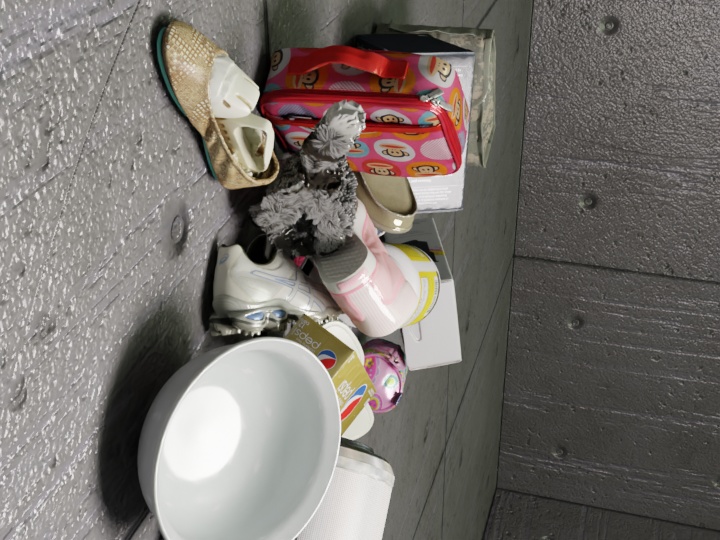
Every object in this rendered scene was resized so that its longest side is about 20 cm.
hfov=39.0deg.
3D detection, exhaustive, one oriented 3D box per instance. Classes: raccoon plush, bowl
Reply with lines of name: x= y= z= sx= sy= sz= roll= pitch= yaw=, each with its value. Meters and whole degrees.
raccoon plush: x=-0.030 y=-0.105 z=0.994 sx=0.200 sy=0.097 sz=0.134 roll=-48 pitch=-158 yaw=35
bowl: x=-0.118 y=0.148 z=0.879 sx=0.201 sy=0.090 sz=0.201 roll=-12 pitch=107 yaw=-44

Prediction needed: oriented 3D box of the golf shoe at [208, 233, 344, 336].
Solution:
golf shoe: x=-0.076 y=0.011 z=1.023 sx=0.200 sy=0.078 sz=0.097 roll=-4 pitch=89 yaw=-63

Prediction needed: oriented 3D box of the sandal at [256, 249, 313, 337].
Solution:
sandal: x=-0.073 y=-0.001 z=1.120 sx=0.075 sy=0.045 sz=0.200 roll=19 pitch=79 yaw=-73

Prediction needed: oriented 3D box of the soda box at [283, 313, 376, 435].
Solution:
soda box: x=-0.037 y=0.111 z=1.034 sx=0.068 sy=0.064 sz=0.200 roll=-52 pitch=163 yaw=-10

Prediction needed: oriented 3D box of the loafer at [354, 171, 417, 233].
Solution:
loafer: x=0.011 y=-0.136 z=1.151 sx=0.076 sy=0.068 sz=0.200 roll=-15 pitch=73 yaw=-41

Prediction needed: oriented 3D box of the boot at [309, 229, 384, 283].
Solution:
boot: x=-0.005 y=-0.041 z=1.174 sx=0.073 sy=0.090 sz=0.200 roll=-30 pitch=-124 yaw=59

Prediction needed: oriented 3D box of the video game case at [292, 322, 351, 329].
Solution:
video game case: x=-0.047 y=0.071 z=1.305 sx=0.200 sy=0.022 sz=0.183 roll=-22 pitch=119 yaw=-72

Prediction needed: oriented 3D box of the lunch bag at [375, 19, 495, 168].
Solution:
lunch bag: x=0.104 y=-0.251 z=1.416 sx=0.200 sy=0.164 sz=0.118 roll=82 pitch=20 yaw=-46

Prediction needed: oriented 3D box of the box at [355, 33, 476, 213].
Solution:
box: x=0.062 y=-0.188 z=1.286 sx=0.148 sy=0.107 sz=0.200 roll=-133 pitch=-138 yaw=-62

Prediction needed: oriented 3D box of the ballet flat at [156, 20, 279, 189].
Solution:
ballet flat: x=-0.111 y=-0.137 z=0.866 sx=0.200 sy=0.065 sz=0.071 roll=68 pitch=32 yaw=-62

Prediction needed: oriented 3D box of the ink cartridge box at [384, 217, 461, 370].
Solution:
ink cartridge box: x=0.091 y=0.033 z=1.526 sx=0.200 sy=0.083 sz=0.146 roll=-100 pitch=-179 yaw=-60

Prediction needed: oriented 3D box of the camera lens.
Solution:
camera lens: x=-0.056 y=0.284 z=1.113 sx=0.160 sy=0.160 sz=0.200 roll=61 pitch=40 yaw=-66

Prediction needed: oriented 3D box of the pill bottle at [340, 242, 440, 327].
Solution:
pill bottle: x=0.030 y=0.021 z=1.300 sx=0.200 sy=0.114 sz=0.114 roll=0 pitch=98 yaw=-74

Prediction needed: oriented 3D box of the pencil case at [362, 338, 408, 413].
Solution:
pencil case: x=0.026 y=0.145 z=1.434 sx=0.200 sy=0.087 sz=0.088 roll=-17 pitch=115 yaw=-86

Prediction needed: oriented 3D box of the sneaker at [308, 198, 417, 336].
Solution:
sneaker: x=0.000 y=0.000 z=1.050 sx=0.105 sy=0.075 sz=0.200 roll=52 pitch=9 yaw=-25

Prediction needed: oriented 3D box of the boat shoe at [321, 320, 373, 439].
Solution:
boat shoe: x=-0.033 y=0.128 z=1.270 sx=0.062 sy=0.073 sz=0.200 roll=51 pitch=-19 yaw=47

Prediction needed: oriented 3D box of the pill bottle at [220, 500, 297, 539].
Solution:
pill bottle: x=-0.135 y=0.319 z=0.931 sx=0.112 sy=0.112 sz=0.200 roll=71 pitch=31 yaw=-60

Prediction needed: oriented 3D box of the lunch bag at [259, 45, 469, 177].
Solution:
lunch bag: x=0.005 y=-0.166 z=1.026 sx=0.176 sy=0.200 sz=0.082 roll=57 pitch=42 yaw=-63
